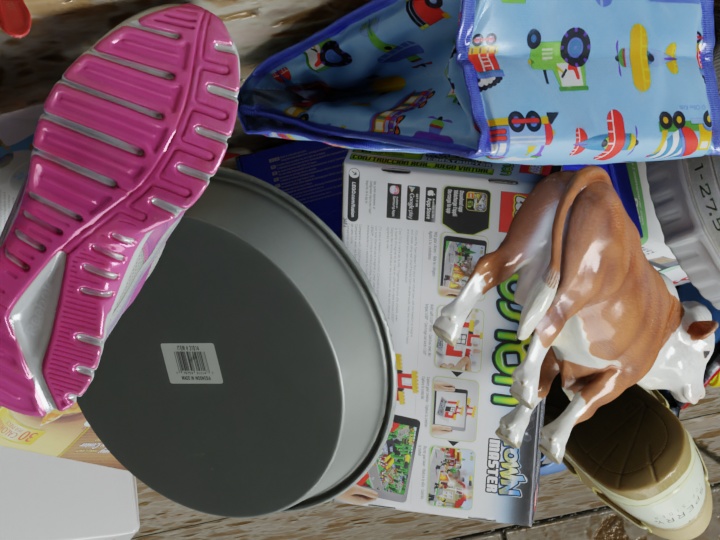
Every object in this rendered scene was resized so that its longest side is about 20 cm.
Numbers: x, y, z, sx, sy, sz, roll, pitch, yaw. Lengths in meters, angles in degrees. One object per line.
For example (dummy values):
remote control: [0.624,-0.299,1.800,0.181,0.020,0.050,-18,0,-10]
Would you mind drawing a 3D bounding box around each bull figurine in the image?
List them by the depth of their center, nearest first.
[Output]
bull figurine: [0.110,0.027,1.226,0.065,0.122,0.200,29,164,36]

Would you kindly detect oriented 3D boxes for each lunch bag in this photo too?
lunch bag: [0.048,-0.090,1.179,0.150,0.094,0.200,-3,178,-36]

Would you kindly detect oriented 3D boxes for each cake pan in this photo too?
cake pan: [-0.077,0.044,1.305,0.200,0.201,0.037,-19,-168,35]

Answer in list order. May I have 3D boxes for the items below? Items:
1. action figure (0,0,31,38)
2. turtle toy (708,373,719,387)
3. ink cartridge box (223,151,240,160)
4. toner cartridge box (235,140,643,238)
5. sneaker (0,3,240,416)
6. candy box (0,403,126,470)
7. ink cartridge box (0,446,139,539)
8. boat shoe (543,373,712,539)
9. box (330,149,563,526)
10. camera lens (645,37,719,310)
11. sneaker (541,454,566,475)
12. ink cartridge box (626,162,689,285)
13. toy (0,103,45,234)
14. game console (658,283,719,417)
action figure: [-0.187,-0.029,1.068,0.065,0.099,0.200,-4,151,-26]
turtle toy: [0.209,0.035,1.776,0.145,0.101,0.200,-6,167,-16]
ink cartridge box: [-0.184,-0.022,1.339,0.200,0.050,0.161,-17,166,36]
toner cartridge box: [0.041,-0.039,1.322,0.199,0.095,0.043,-14,176,18]
sneaker: [-0.118,-0.036,1.133,0.081,0.200,0.088,30,-164,-8]
candy box: [-0.167,0.063,1.590,0.115,0.055,0.200,-42,156,13]
ink cartridge box: [-0.247,0.141,1.778,0.147,0.145,0.200,-6,166,-15]
boat shoe: [0.129,0.082,1.365,0.074,0.200,0.066,-34,124,2]
box: [0.043,0.034,1.294,0.110,0.201,0.035,7,-153,8]
camera lens: [0.261,-0.066,1.232,0.160,0.161,0.200,2,162,-45]
sneaker: [0.043,0.086,1.587,0.199,0.070,0.078,12,-179,23]
ink cartridge box: [0.111,-0.031,1.445,0.144,0.084,0.200,-16,168,23]
toy: [-0.183,-0.053,1.180,0.199,0.047,0.115,-12,152,-13]
game console: [0.160,0.021,1.547,0.172,0.119,0.200,10,-167,-3]
